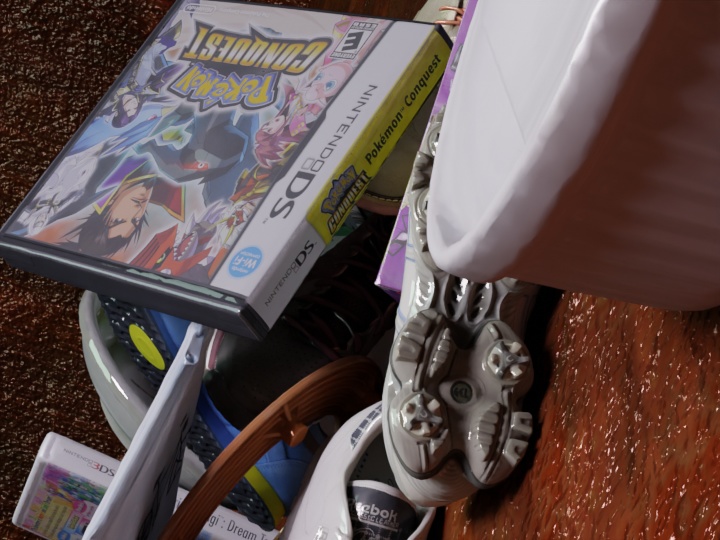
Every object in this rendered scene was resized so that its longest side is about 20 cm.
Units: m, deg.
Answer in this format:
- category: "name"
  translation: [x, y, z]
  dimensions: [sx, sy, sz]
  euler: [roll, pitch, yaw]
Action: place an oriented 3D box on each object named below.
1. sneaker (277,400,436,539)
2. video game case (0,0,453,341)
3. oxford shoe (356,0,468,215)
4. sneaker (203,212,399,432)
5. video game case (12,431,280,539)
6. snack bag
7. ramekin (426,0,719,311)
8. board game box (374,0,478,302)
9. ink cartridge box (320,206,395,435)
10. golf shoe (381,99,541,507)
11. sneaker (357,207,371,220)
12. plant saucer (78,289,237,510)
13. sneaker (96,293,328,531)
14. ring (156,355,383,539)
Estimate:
- category: "sneaker"
  translation: [-0.012, 0.150, 0.851]
  dimensions: [0.080, 0.076, 0.202]
  euler: [138, 151, -62]
- category: "video game case"
  translation: [-0.072, -0.061, 0.939]
  dimensions: [0.199, 0.026, 0.181]
  euler: [14, 62, 43]
- category: "oxford shoe"
  translation: [0.039, -0.106, 0.960]
  dimensions: [0.074, 0.070, 0.201]
  euler: [102, -168, -45]
- category: "sneaker"
  translation: [0.000, 0.000, 0.970]
  dimensions: [0.200, 0.076, 0.116]
  euler: [-44, -5, -48]
- category: "video game case"
  translation: [-0.131, 0.171, 1.198]
  dimensions: [0.200, 0.181, 0.024]
  euler: [129, 165, -66]
- category: "snack bag"
  translation: [-0.120, 0.145, 0.892]
  dimensions: [0.189, 0.021, 0.201]
  euler: [-67, -6, -53]
- category: "ramekin"
  translation: [0.098, -0.080, 0.575]
  dimensions: [0.202, 0.093, 0.204]
  euler: [-160, 90, -81]
- category: "board game box"
  translation: [0.061, -0.074, 0.899]
  dimensions: [0.120, 0.032, 0.202]
  euler: [33, -106, -70]
- category: "ink cartridge box"
  translation: [-0.057, 0.014, 1.155]
  dimensions: [0.201, 0.084, 0.147]
  euler: [61, 139, 43]
- category: "golf shoe"
  translation: [0.045, 0.007, 0.811]
  dimensions: [0.097, 0.078, 0.201]
  euler: [113, 175, -65]
- category: "sneaker"
  translation: [0.037, -0.068, 1.110]
  dimensions: [0.201, 0.079, 0.074]
  euler: [99, 148, -60]
- category: "plant saucer"
  translation: [-0.114, 0.091, 1.206]
  dimensions: [0.050, 0.200, 0.200]
  euler: [-45, 15, 16]
- category: "sneaker"
  translation: [-0.074, 0.047, 1.018]
  dimensions: [0.078, 0.201, 0.066]
  euler: [-41, 26, -20]
- category: "ring"
  translation: [-0.050, 0.129, 0.951]
  dimensions: [0.200, 0.019, 0.201]
  euler: [-45, -21, -22]
